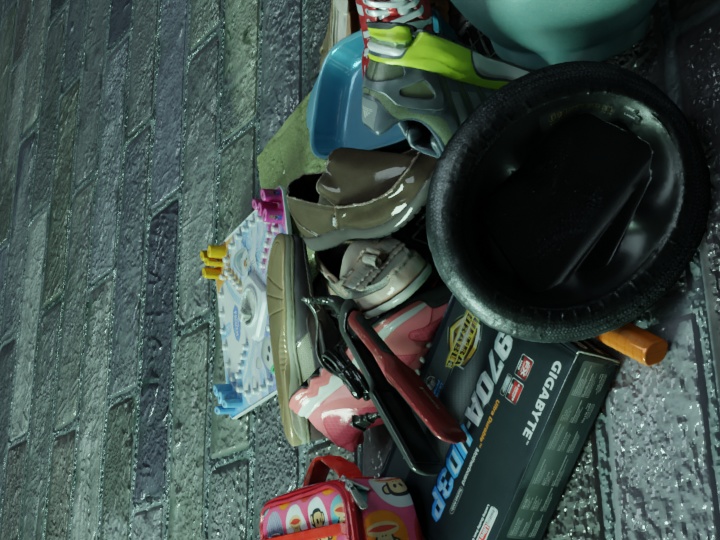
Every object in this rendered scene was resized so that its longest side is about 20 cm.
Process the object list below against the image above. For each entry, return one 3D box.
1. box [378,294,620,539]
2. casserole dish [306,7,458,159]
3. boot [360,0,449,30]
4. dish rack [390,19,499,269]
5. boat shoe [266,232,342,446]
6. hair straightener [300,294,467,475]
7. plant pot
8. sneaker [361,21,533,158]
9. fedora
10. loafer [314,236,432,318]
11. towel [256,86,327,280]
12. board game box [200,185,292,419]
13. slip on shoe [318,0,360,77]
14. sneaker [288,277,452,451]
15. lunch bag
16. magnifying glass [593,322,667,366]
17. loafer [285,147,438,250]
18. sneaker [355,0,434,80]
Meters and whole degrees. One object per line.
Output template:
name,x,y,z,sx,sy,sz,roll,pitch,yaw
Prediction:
box,0.099,0.121,0.903,0.159,0.046,0.200,40,112,55
casserole dish,0.023,-0.158,1.029,0.200,0.039,0.121,-7,72,54
boot,0.038,-0.284,1.123,0.107,0.075,0.200,145,136,-63
dish rack,0.082,-0.117,1.011,0.200,0.055,0.154,-47,44,35
boat shoe,-0.049,0.063,1.095,0.072,0.065,0.200,-176,80,-74
hair straightener,0.002,0.093,0.939,0.200,0.041,0.077,48,115,34
plant pot,0.145,-0.230,0.846,0.200,0.200,0.134,47,159,52
sneaker,0.072,-0.119,0.844,0.074,0.200,0.081,30,104,49
fedora,0.142,-0.046,0.826,0.092,0.200,0.201,-45,-31,-89
loafer,0.000,0.000,1.024,0.072,0.063,0.200,-42,8,-13
towel,-0.051,-0.092,1.217,0.148,0.036,0.200,-48,42,36
board game box,-0.118,0.038,1.234,0.200,0.026,0.200,-37,56,56
slip on shoe,-0.013,-0.230,1.172,0.061,0.076,0.200,-13,74,36
sneaker,0.032,0.082,1.015,0.200,0.074,0.087,-41,90,23
lunch bag,-0.016,0.240,0.965,0.200,0.082,0.176,-34,61,59
magnifying glass,0.141,0.022,0.864,0.200,0.080,0.022,28,120,46
loafer,-0.004,-0.068,0.982,0.200,0.071,0.073,-20,27,50
sneaker,0.021,-0.202,0.881,0.071,0.200,0.113,-11,68,11
